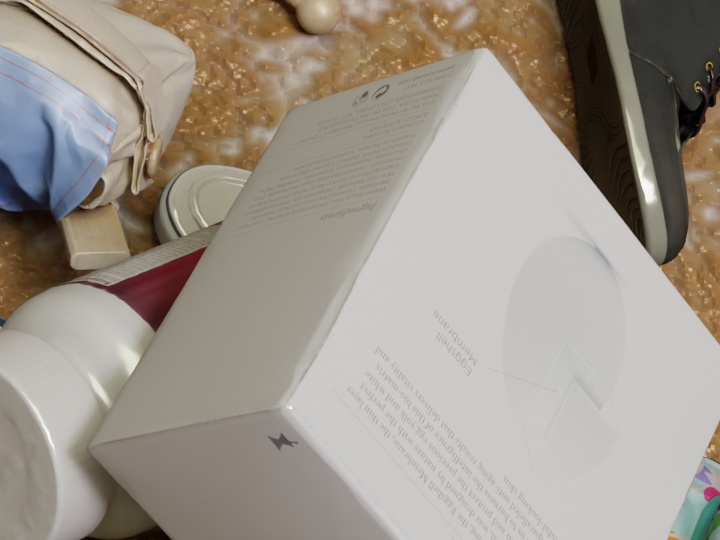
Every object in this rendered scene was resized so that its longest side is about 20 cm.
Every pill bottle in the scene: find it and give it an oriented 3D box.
[{"bbox_3d":[-0.088,0.049,1.237,0.200,0.110,0.110,-24,69,-46],"label":"pill bottle"}]

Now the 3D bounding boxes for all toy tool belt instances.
[{"bbox_3d":[-0.182,-0.076,1.308,0.199,0.125,0.123,21,51,-2],"label":"toy tool belt"}]

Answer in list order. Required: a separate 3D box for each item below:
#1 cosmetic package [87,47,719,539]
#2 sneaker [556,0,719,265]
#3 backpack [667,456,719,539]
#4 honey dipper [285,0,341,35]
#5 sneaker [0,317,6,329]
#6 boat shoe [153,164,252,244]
[{"bbox_3d":[0.027,0.058,1.185,0.200,0.123,0.200,50,48,-25],"label":"cosmetic package"},{"bbox_3d":[0.163,-0.094,1.428,0.106,0.075,0.201,0,62,-12],"label":"sneaker"},{"bbox_3d":[0.174,0.193,1.232,0.200,0.150,0.178,42,53,-14],"label":"backpack"},{"bbox_3d":[-0.089,-0.183,1.437,0.200,0.038,0.038,37,60,3],"label":"honey dipper"},{"bbox_3d":[-0.221,0.014,1.279,0.200,0.074,0.082,35,63,-5],"label":"sneaker"},{"bbox_3d":[0.000,0.000,1.344,0.199,0.065,0.074,26,60,0],"label":"boat shoe"}]
